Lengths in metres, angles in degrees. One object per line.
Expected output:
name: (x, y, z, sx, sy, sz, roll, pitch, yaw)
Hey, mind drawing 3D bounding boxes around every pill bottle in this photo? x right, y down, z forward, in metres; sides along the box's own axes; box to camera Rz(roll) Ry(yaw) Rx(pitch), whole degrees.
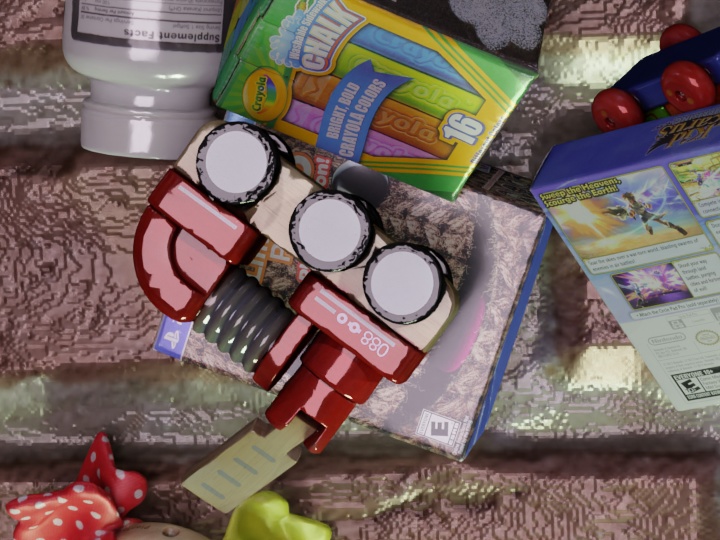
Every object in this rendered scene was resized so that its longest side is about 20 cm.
pill bottle: (-0.121, -0.170, 1.719, 0.110, 0.111, 0.201, 6, 99, 9)

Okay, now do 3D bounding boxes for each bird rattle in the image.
bird rattle: (-0.124, 0.202, 1.783, 0.199, 0.113, 0.164, 9, 116, 12)

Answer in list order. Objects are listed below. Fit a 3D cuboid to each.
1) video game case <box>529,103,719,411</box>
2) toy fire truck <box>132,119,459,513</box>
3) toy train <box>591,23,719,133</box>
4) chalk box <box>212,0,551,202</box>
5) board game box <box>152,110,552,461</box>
video game case: (0.224, -0.012, 1.635, 0.200, 0.046, 0.181, -12, 125, 39)
toy fire truck: (-0.062, 0.037, 1.645, 0.176, 0.129, 0.200, 36, 93, 4)
toy train: (0.231, -0.091, 1.637, 0.085, 0.200, 0.116, -43, 103, -29)
chalk box: (-0.005, -0.151, 1.628, 0.199, 0.125, 0.124, 22, 137, -10)
board game box: (0.000, 0.000, 1.728, 0.199, 0.097, 0.160, 19, 101, 7)
